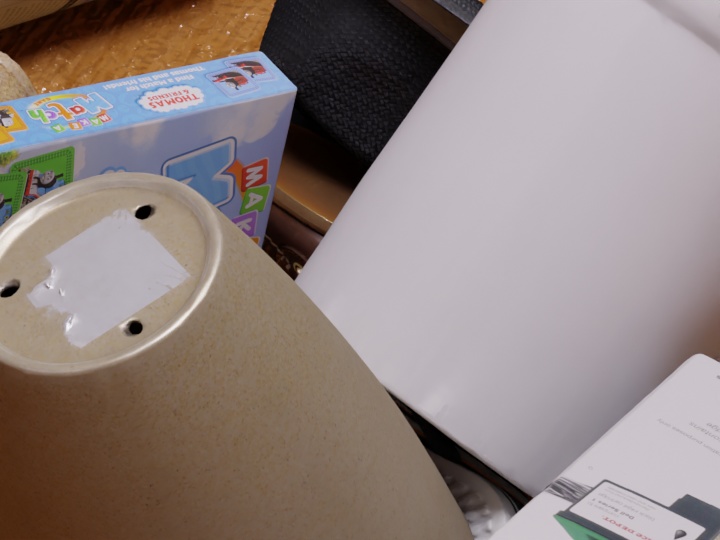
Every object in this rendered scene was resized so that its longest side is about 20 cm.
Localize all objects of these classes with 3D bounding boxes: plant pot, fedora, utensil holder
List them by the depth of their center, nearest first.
[{"bbox_3d":[-0.066,0.066,1.000,0.186,0.201,0.188,-9,45,9],"label":"plant pot"},{"bbox_3d":[0.087,-0.021,1.126,0.170,0.200,0.170,37,-1,0],"label":"utensil holder"},{"bbox_3d":[0.019,-0.094,1.295,0.200,0.092,0.201,37,3,-3],"label":"fedora"}]

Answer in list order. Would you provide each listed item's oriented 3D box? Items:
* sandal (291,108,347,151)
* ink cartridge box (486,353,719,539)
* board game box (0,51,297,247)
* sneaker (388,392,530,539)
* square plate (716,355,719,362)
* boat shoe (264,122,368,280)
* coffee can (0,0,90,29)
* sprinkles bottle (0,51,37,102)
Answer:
[{"bbox_3d":[-0.032,-0.059,1.376,0.199,0.048,0.076,-8,81,-17],"label":"sandal"},{"bbox_3d":[0.090,0.143,1.011,0.084,0.147,0.200,29,38,21],"label":"ink cartridge box"},{"bbox_3d":[-0.129,-0.008,1.185,0.199,0.152,0.037,-16,44,-35],"label":"board game box"},{"bbox_3d":[0.004,0.090,1.158,0.200,0.079,0.079,38,0,40],"label":"sneaker"},{"bbox_3d":[0.215,-0.028,1.255,0.197,0.028,0.201,9,54,-27],"label":"square plate"},{"bbox_3d":[0.000,0.000,1.290,0.200,0.071,0.070,38,33,28],"label":"boat shoe"},{"bbox_3d":[-0.173,-0.208,1.461,0.146,0.147,0.200,36,40,29],"label":"coffee can"},{"bbox_3d":[-0.207,-0.032,1.266,0.068,0.069,0.200,16,34,4],"label":"sprinkles bottle"}]
